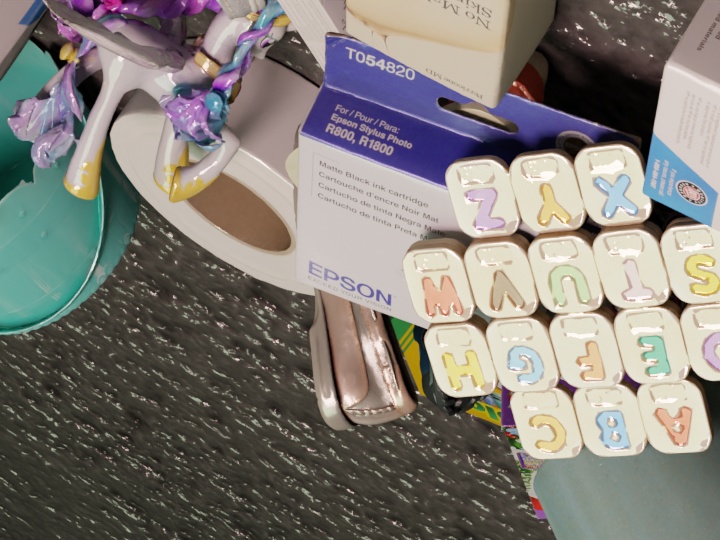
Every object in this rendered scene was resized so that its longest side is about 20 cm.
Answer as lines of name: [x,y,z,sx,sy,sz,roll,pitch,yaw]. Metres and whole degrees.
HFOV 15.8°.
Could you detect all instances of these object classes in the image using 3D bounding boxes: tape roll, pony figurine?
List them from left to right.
pony figurine: [-0.137,-0.138,1.615,0.193,0.167,0.200,24,126,-19]
tape roll: [-0.072,-0.070,1.790,0.202,0.071,0.203,29,159,12]

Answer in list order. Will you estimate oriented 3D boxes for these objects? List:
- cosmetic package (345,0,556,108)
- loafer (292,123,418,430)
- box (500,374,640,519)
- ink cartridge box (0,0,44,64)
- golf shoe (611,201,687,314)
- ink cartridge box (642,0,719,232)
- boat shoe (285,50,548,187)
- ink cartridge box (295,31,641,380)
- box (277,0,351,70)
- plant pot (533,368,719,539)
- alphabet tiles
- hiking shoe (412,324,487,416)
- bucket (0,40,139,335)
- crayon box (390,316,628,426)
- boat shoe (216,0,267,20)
cosmetic package: [0.051,-0.181,1.377,0.103,0.073,0.200,28,157,13]
loafer: [0.000,0.000,1.662,0.063,0.201,0.072,-8,175,20]
box: [0.202,0.114,1.722,0.199,0.039,0.137,-4,147,13]
ink cartridge box: [-0.275,-0.161,1.756,0.084,0.145,0.200,35,159,-7]
golf shoe: [0.156,-0.015,1.594,0.200,0.073,0.092,40,164,8]
ink cartridge box: [0.256,-0.057,1.335,0.200,0.084,0.145,28,158,13]
boat shoe: [0.034,-0.084,1.566,0.071,0.063,0.200,43,144,-24]
ink cartridge box: [0.057,-0.032,1.522,0.199,0.041,0.200,20,144,13]
box: [-0.034,-0.183,1.535,0.041,0.039,0.200,16,153,40]
plant pot: [0.214,0.174,1.565,0.196,0.200,0.200,61,167,20]
alphabet tiles: [0.124,0.022,1.474,0.199,0.015,0.196,-5,115,26]
hiking shoe: [0.055,-0.004,1.701,0.087,0.074,0.201,29,129,47]
bucket: [-0.272,-0.059,1.930,0.207,0.208,0.135,14,157,40]
crayon box: [0.120,0.058,1.806,0.200,0.058,0.173,21,155,25]
boat shoe: [-0.135,-0.218,1.513,0.202,0.065,0.074,46,-178,-4]
